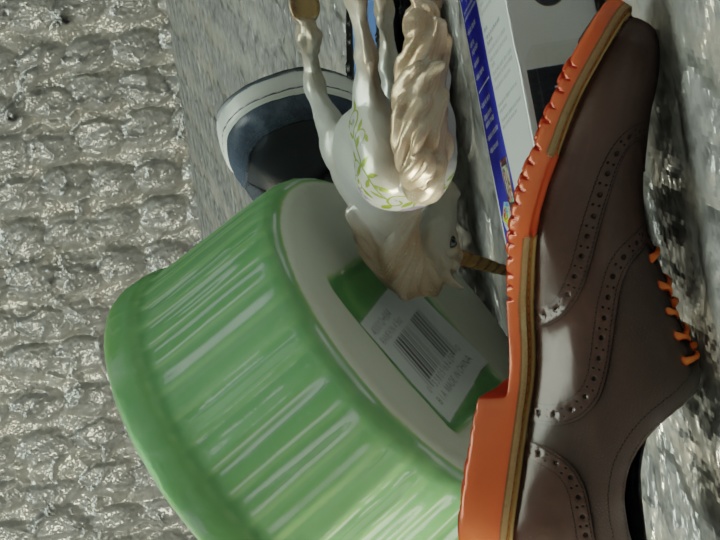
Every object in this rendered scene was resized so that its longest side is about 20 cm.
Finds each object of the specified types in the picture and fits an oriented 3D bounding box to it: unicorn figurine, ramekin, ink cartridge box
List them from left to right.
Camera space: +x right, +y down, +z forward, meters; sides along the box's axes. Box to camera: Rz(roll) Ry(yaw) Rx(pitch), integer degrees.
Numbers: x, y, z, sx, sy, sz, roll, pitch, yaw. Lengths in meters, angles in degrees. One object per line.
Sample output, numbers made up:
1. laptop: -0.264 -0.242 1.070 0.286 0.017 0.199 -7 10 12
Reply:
1. ramekin: -0.007 0.056 1.211 0.200 0.098 0.200 40 -157 -21
2. unicorn figurine: 0.014 -0.055 1.143 0.200 0.073 0.138 -12 -89 -83
3. ink cartridge box: 0.068 -0.062 1.043 0.099 0.039 0.201 125 134 -81

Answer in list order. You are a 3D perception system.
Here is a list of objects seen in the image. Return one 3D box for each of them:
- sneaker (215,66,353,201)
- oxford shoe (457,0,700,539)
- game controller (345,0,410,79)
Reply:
1. sneaker: 0.002 0.000 1.337 0.147 0.077 0.202 68 -173 30
2. oxford shoe: 0.085 0.009 0.945 0.071 0.072 0.201 -40 -39 -69
3. game controller: 0.010 -0.114 1.433 0.200 0.042 0.105 141 119 -81
